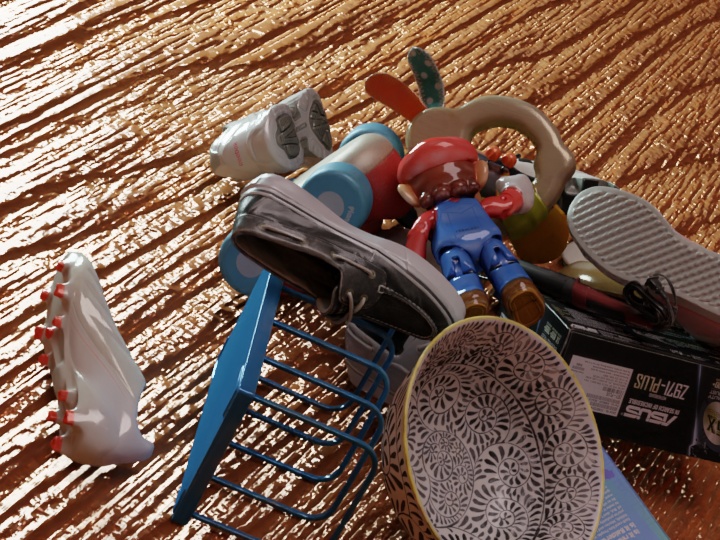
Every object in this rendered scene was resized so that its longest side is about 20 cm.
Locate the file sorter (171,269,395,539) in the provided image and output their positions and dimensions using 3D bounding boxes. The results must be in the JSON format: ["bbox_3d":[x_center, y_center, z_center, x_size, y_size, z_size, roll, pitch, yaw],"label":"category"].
[{"bbox_3d":[-0.051,0.103,1.357,0.122,0.140,0.201,24,33,-9],"label":"file sorter"}]

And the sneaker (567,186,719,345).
[{"bbox_3d":[0.273,0.004,1.556,0.199,0.076,0.105,31,-10,22],"label":"sneaker"}]

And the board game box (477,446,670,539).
[{"bbox_3d":[0.145,0.207,1.353,0.151,0.045,0.201,-26,56,-13],"label":"board game box"}]

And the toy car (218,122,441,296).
[{"bbox_3d":[0.000,0.000,1.552,0.201,0.176,0.184,54,19,-7],"label":"toy car"}]

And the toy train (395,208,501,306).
[{"bbox_3d":[0.106,-0.011,1.699,0.199,0.034,0.046,39,17,19],"label":"toy train"}]

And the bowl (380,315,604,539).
[{"bbox_3d":[0.079,0.143,1.299,0.199,0.094,0.203,15,66,-37],"label":"bowl"}]

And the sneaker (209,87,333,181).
[{"bbox_3d":[-0.091,-0.127,1.701,0.200,0.098,0.079,-18,94,-70],"label":"sneaker"}]

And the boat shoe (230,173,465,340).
[{"bbox_3d":[-0.015,0.008,1.339,0.199,0.072,0.071,30,53,-7],"label":"boat shoe"}]

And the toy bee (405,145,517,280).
[{"bbox_3d":[0.116,-0.078,1.673,0.130,0.109,0.201,10,31,-35],"label":"toy bee"}]

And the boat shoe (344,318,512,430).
[{"bbox_3d":[0.057,0.075,1.437,0.071,0.069,0.199,-25,28,-26],"label":"boat shoe"}]

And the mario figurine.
[{"bbox_3d":[0.088,-0.024,1.457,0.122,0.106,0.201,14,41,-32],"label":"mario figurine"}]

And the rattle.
[{"bbox_3d":[0.104,-0.105,1.590,0.199,0.131,0.143,31,11,21],"label":"rattle"}]

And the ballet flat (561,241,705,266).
[{"bbox_3d":[0.305,-0.012,1.812,0.198,0.070,0.070,15,34,-15],"label":"ballet flat"}]

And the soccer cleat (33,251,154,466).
[{"bbox_3d":[-0.207,0.071,1.366,0.077,0.070,0.201,12,42,-28],"label":"soccer cleat"}]

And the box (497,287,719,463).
[{"bbox_3d":[0.234,0.086,1.569,0.198,0.087,0.164,14,15,-18],"label":"box"}]

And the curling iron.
[{"bbox_3d":[0.193,0.011,1.528,0.199,0.050,0.025,17,21,40],"label":"curling iron"}]

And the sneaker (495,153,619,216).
[{"bbox_3d":[0.169,-0.081,1.823,0.197,0.075,0.089,11,12,-9],"label":"sneaker"}]

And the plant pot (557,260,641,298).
[{"bbox_3d":[0.282,0.022,1.685,0.198,0.028,0.200,13,0,0],"label":"plant pot"}]
